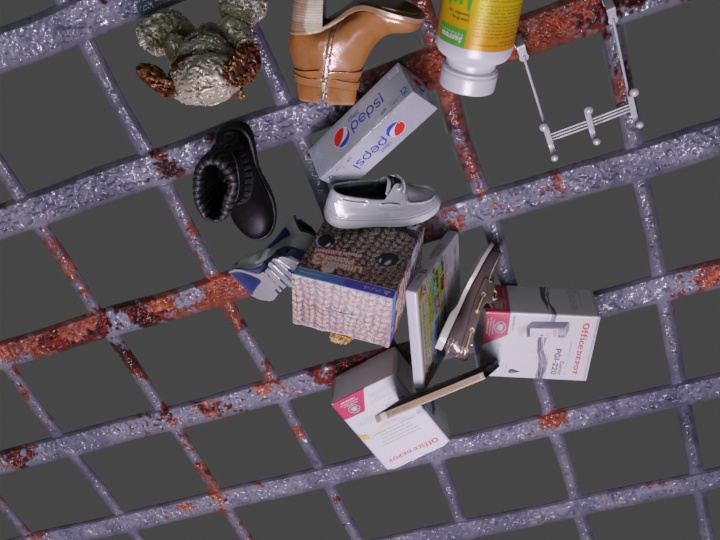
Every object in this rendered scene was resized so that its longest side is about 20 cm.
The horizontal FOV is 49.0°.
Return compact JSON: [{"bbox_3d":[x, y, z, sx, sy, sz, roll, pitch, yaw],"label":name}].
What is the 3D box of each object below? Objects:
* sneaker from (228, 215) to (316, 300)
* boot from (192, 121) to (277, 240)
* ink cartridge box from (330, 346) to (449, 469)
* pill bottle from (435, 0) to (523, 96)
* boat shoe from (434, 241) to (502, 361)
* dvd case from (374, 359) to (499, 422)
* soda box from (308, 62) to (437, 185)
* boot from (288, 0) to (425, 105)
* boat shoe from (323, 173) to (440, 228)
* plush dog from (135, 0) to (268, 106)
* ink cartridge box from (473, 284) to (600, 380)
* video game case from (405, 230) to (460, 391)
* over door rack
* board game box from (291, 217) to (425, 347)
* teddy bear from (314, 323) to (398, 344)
[{"bbox_3d":[-0.127,-0.024,1.325,0.198,0.116,0.081,-16,124,49],"label":"sneaker"},{"bbox_3d":[-0.194,-0.109,1.223,0.078,0.159,0.214,-10,122,10],"label":"boot"},{"bbox_3d":[0.058,0.263,1.495,0.146,0.086,0.201,-27,119,19],"label":"ink cartridge box"},{"bbox_3d":[0.162,-0.348,1.071,0.108,0.112,0.203,7,124,-1],"label":"pill bottle"},{"bbox_3d":[0.190,0.051,1.299,0.059,0.202,0.072,27,165,7],"label":"boat shoe"},{"bbox_3d":[0.131,0.200,1.324,0.197,0.148,0.016,-26,83,18],"label":"dvd case"},{"bbox_3d":[0.016,-0.211,1.186,0.199,0.064,0.068,-40,146,26],"label":"soda box"},{"bbox_3d":[-0.006,-0.312,1.132,0.196,0.074,0.157,9,123,12],"label":"boot"},{"bbox_3d":[0.039,-0.116,1.228,0.195,0.073,0.069,-3,135,-16],"label":"boat shoe"},{"bbox_3d":[-0.213,-0.285,1.100,0.196,0.173,0.163,-12,123,10],"label":"plush dog"},{"bbox_3d":[0.305,0.109,1.379,0.195,0.085,0.148,2,124,1],"label":"ink cartridge box"},{"bbox_3d":[0.125,0.066,1.309,0.022,0.182,0.203,11,127,25],"label":"video game case"},{"bbox_3d":[0.318,-0.267,1.141,0.145,0.067,0.202,-19,120,14],"label":"over door rack"},{"bbox_3d":[0.000,0.000,1.227,0.156,0.201,0.098,13,131,12],"label":"board game box"},{"bbox_3d":[0.003,0.065,1.380,0.197,0.067,0.146,-21,122,17],"label":"teddy bear"}]
